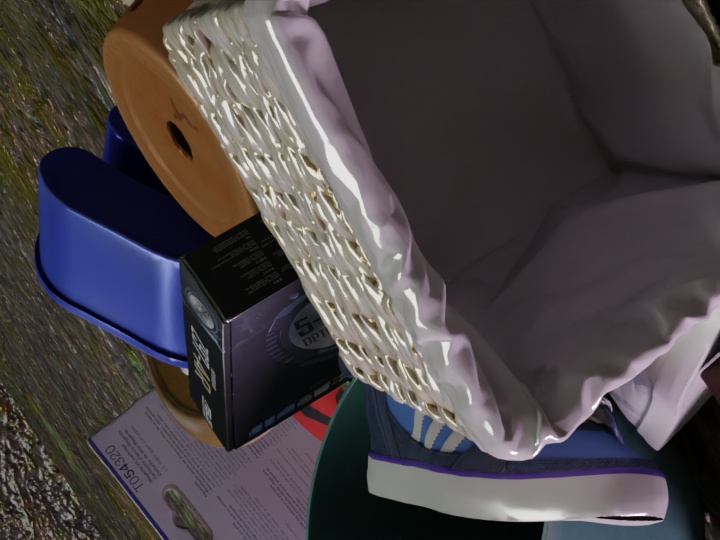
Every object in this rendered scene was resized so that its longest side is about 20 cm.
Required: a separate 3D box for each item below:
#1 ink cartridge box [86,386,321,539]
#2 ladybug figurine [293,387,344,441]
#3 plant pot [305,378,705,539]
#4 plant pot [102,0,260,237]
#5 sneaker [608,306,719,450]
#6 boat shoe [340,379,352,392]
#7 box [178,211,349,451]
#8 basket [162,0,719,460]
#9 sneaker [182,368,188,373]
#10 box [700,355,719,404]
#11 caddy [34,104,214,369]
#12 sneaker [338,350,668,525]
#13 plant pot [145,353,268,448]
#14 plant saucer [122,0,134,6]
[{"bbox_3d":[-0.079,0.153,1.307,0.197,0.199,0.043,49,159,15],"label":"ink cartridge box"},{"bbox_3d":[-0.007,0.083,1.221,0.199,0.072,0.137,13,135,61],"label":"ladybug figurine"},{"bbox_3d":[0.090,0.141,0.912,0.160,0.203,0.200,16,-175,-36],"label":"plant pot"},{"bbox_3d":[-0.048,-0.107,0.917,0.200,0.139,0.201,46,159,23],"label":"plant pot"},{"bbox_3d":[0.130,0.007,0.793,0.116,0.073,0.200,45,160,15],"label":"sneaker"},{"bbox_3d":[0.065,0.077,1.024,0.199,0.073,0.068,38,142,-25],"label":"boat shoe"},{"bbox_3d":[0.000,0.000,0.887,0.044,0.199,0.161,52,160,22],"label":"box"},{"bbox_3d":[0.054,-0.065,0.673,0.200,0.199,0.160,60,161,-15],"label":"basket"},{"bbox_3d":[-0.129,-0.026,1.169,0.146,0.080,0.201,-42,70,29],"label":"sneaker"},{"bbox_3d":[0.226,0.046,0.645,0.101,0.075,0.200,54,162,0],"label":"box"},{"bbox_3d":[-0.109,-0.016,1.023,0.199,0.141,0.106,26,134,24],"label":"caddy"},{"bbox_3d":[0.067,0.038,0.772,0.199,0.080,0.149,-3,81,59],"label":"sneaker"},{"bbox_3d":[-0.106,0.030,1.240,0.199,0.027,0.203,-8,79,48],"label":"plant pot"},{"bbox_3d":[-0.147,-0.238,1.059,0.201,0.051,0.201,45,157,25],"label":"plant saucer"}]
